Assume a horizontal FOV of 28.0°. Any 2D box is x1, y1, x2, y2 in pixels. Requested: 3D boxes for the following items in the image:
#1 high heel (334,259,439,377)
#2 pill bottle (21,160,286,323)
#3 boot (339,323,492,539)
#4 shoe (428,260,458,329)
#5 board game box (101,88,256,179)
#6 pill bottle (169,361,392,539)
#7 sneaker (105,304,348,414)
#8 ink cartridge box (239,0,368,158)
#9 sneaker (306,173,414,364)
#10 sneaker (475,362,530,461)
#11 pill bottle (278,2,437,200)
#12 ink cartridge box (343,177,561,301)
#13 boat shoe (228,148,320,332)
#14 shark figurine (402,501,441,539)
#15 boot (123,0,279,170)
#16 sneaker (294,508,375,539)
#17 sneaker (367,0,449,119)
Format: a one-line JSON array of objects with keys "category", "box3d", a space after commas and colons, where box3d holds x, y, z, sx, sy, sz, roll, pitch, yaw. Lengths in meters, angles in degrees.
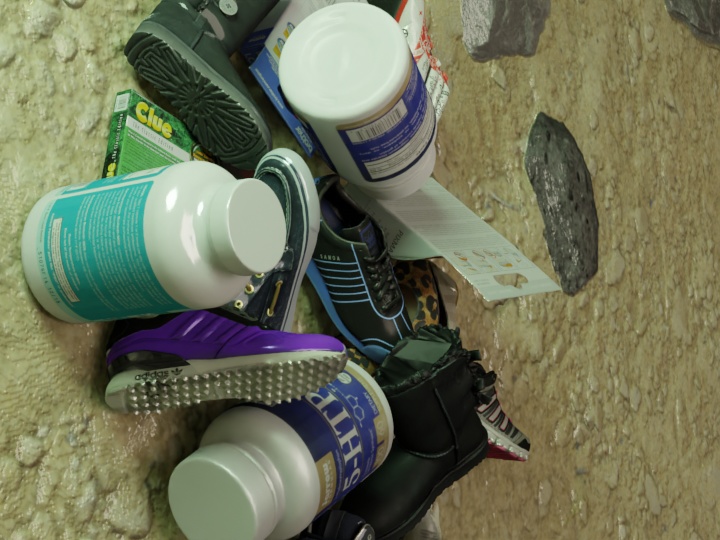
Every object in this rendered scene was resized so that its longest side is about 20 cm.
[{"category": "high heel", "box3d": [0.013, 0.042, 1.444, 0.142, 0.071, 0.201, 37, 60, -48]}, {"category": "pill bottle", "box3d": [-0.155, -0.022, 1.099, 0.111, 0.199, 0.112, 13, 74, -53]}, {"category": "boot", "box3d": [0.043, 0.157, 1.386, 0.198, 0.073, 0.163, -36, 135, -20]}, {"category": "shoe", "box3d": [0.066, 0.080, 1.511, 0.053, 0.069, 0.201, 66, 25, -54]}, {"category": "board game box", "box3d": [-0.148, -0.069, 1.273, 0.200, 0.023, 0.105, 33, 59, -48]}, {"category": "pill bottle", "box3d": [-0.069, 0.162, 1.248, 0.200, 0.119, 0.120, -32, 110, -53]}, {"category": "sneaker", "box3d": [-0.111, 0.054, 1.185, 0.070, 0.199, 0.100, 100, -16, -58]}, {"category": "ink cartridge box", "box3d": [-0.050, -0.217, 1.423, 0.120, 0.042, 0.201, 56, 43, -34]}, {"category": "sneaker", "box3d": [0.000, 0.000, 1.378, 0.200, 0.078, 0.070, 53, 46, -7]}, {"category": "sneaker", "box3d": [0.130, 0.149, 1.589, 0.200, 0.073, 0.088, 34, 63, -42]}, {"category": "pill bottle", "box3d": [0.007, -0.148, 1.345, 0.200, 0.119, 0.120, 58, 37, -63]}, {"category": "ink cartridge box", "box3d": [0.089, -0.022, 1.479, 0.200, 0.050, 0.162, 45, 26, 24]}, {"category": "boat shoe", "box3d": [-0.094, -0.003, 1.248, 0.091, 0.071, 0.201, -22, 129, -51]}, {"category": "shark figurine", "box3d": [0.066, 0.323, 1.446, 0.089, 0.215, 0.129, -3, 120, -19]}, {"category": "boot", "box3d": [-0.108, -0.210, 1.301, 0.165, 0.065, 0.201, 48, 41, -23]}, {"category": "sneaker", "box3d": [-0.046, 0.263, 1.273, 0.203, 0.076, 0.147, 80, 28, -57]}, {"category": "sneaker", "box3d": [0.050, -0.244, 1.554, 0.108, 0.067, 0.203, 21, 71, -53]}]
